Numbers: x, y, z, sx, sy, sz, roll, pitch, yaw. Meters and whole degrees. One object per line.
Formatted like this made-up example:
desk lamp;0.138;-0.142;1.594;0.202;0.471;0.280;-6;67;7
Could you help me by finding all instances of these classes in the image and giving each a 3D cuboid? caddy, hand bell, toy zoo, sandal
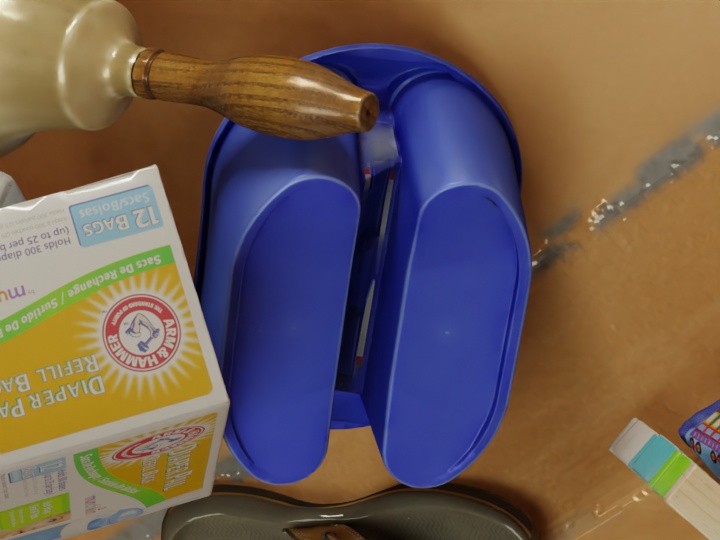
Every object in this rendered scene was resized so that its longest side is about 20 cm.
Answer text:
caddy;0.000;0.000;1.120;0.140;0.105;0.201;2;124;-10
hand bell;-0.080;-0.079;1.064;0.199;0.104;0.105;13;125;31
toy zoo;0.168;0.118;1.089;0.131;0.200;0.020;41;91;-3
sandal;-0.009;0.143;1.237;0.198;0.055;0.082;4;122;17

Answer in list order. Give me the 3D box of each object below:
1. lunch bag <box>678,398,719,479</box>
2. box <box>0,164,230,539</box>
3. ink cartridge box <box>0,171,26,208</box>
lunch bag;0.246;0.128;1.074;0.094;0.150;0.200;-40;110;-6
box;-0.123;0.044;1.077;0.112;0.200;0.102;-16;77;-9
ink cartridge box;-0.223;-0.029;1.172;0.161;0.200;0.057;23;82;6
